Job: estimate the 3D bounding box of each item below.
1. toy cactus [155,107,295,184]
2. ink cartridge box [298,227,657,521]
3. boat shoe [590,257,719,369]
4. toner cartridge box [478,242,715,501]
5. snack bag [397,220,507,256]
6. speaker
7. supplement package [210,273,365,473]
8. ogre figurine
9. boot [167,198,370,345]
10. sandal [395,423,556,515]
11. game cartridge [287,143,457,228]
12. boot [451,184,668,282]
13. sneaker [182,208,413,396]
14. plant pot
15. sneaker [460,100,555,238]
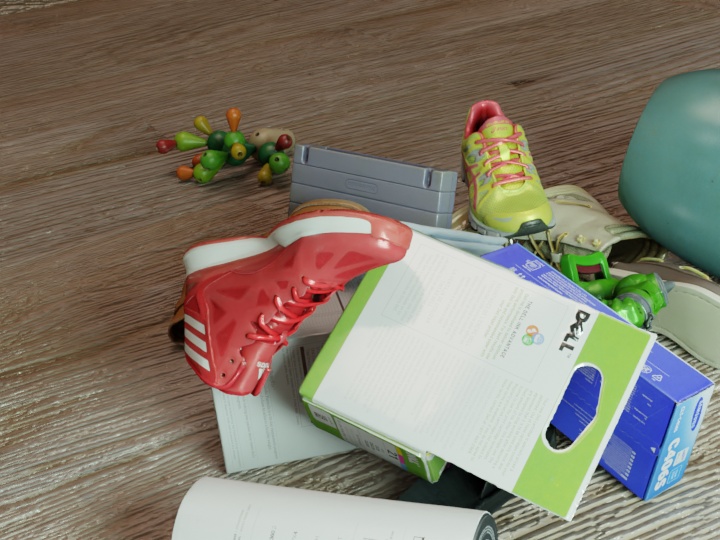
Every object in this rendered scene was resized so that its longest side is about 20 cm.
[{"bbox_3d":[-0.154,-0.167,1.563,0.200,0.102,0.165,2,15,38],"label":"toy cactus"},{"bbox_3d":[0.081,0.077,0.828,0.200,0.076,0.148,24,70,17],"label":"ink cartridge box"},{"bbox_3d":[0.288,0.032,1.030,0.059,0.072,0.200,-23,24,-26],"label":"boat shoe"},{"bbox_3d":[0.161,0.070,0.886,0.043,0.095,0.200,-20,43,-32],"label":"toner cartridge box"},{"bbox_3d":[0.000,0.000,1.050,0.200,0.021,0.189,-23,-18,39],"label":"snack bag"},{"bbox_3d":[-0.018,0.182,0.761,0.200,0.081,0.081,3,26,20],"label":"speaker"},{"bbox_3d":[-0.022,0.073,0.964,0.200,0.110,0.114,-10,25,-6],"label":"supplement package"},{"bbox_3d":[0.178,0.038,0.997,0.120,0.098,0.200,-20,-17,-37],"label":"ogre figurine"},{"bbox_3d":[-0.085,0.009,1.154,0.200,0.074,0.155,-18,25,23],"label":"boot"},{"bbox_3d":[0.086,0.137,0.871,0.075,0.048,0.200,9,29,31],"label":"sandal"},{"bbox_3d":[0.007,-0.052,1.211,0.200,0.130,0.038,16,18,39],"label":"game cartridge"},{"bbox_3d":[0.181,-0.020,1.171,0.200,0.072,0.155,-16,29,-21],"label":"boot"},{"bbox_3d":[-0.046,0.030,0.830,0.200,0.116,0.078,-13,-22,42],"label":"sneaker"},{"bbox_3d":[0.334,-0.093,1.089,0.161,0.201,0.201,24,35,23],"label":"plant pot"},{"bbox_3d":[0.134,-0.101,1.161,0.078,0.090,0.200,-10,33,-7],"label":"sneaker"}]
